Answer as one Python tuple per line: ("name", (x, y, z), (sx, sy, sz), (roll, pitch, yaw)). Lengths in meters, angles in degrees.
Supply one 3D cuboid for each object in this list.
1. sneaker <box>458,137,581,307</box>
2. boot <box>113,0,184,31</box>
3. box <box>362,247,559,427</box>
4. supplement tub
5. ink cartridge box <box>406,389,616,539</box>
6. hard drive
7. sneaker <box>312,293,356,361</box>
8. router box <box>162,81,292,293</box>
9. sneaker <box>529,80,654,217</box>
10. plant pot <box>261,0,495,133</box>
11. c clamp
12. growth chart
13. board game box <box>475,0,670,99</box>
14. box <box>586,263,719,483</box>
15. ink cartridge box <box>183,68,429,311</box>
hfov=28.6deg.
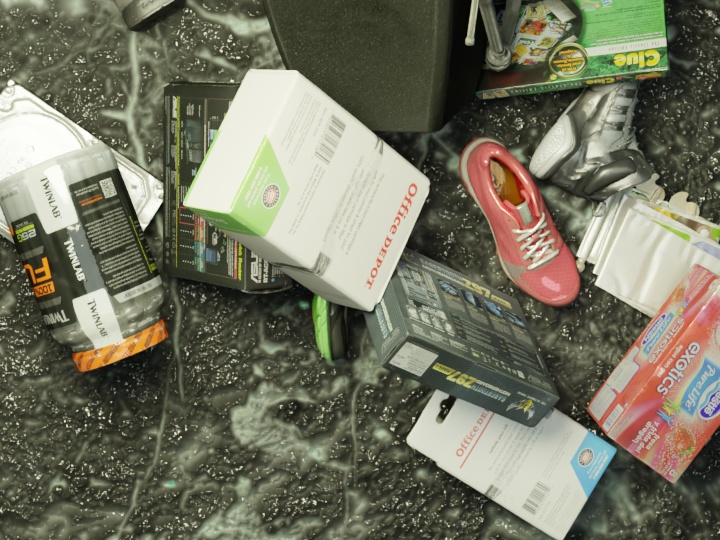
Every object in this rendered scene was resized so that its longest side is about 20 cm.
("sneaker", (0.167, -0.046, 1.475), (0.073, 0.087, 0.201), (-32, 94, -2))
("boot", (-0.187, -0.348, 1.439), (0.199, 0.070, 0.133), (-31, 90, -8))
("box", (0.092, 0.060, 1.408), (0.199, 0.159, 0.051), (24, 120, -30))
("supplement tub", (-0.267, -0.012, 1.381), (0.121, 0.123, 0.202), (-21, 95, -4))
("ink cartridge box", (0.153, 0.181, 1.495), (0.199, 0.068, 0.117), (33, 89, -7))
("hard drive", (-0.312, -0.082, 1.452), (0.199, 0.038, 0.140), (35, 89, -7))
("sneaker", (0.000, 0.000, 1.468), (0.083, 0.077, 0.203), (16, 92, -2))
("router box", (-0.132, -0.087, 1.404), (0.062, 0.149, 0.203), (-5, 100, -39))
("sneaker", (0.276, -0.153, 1.484), (0.114, 0.075, 0.201), (39, 93, 2))
("plant pot", (0.027, -0.240, 1.387), (0.197, 0.200, 0.180), (4, 115, 20))
("c clamp", (0.129, -0.261, 1.369), (0.027, 0.200, 0.173), (8, 78, 16))
("growth chart", (0.329, -0.012, 1.529), (0.199, 0.018, 0.146), (34, 89, -6))
("board game box", (0.215, -0.238, 1.454), (0.197, 0.023, 0.106), (-4, 69, 16))
("box", (0.339, 0.106, 1.482), (0.094, 0.103, 0.201), (35, 95, -10))
("ink cartridge box", (-0.046, -0.073, 1.326), (0.199, 0.084, 0.147), (36, 74, -38))
